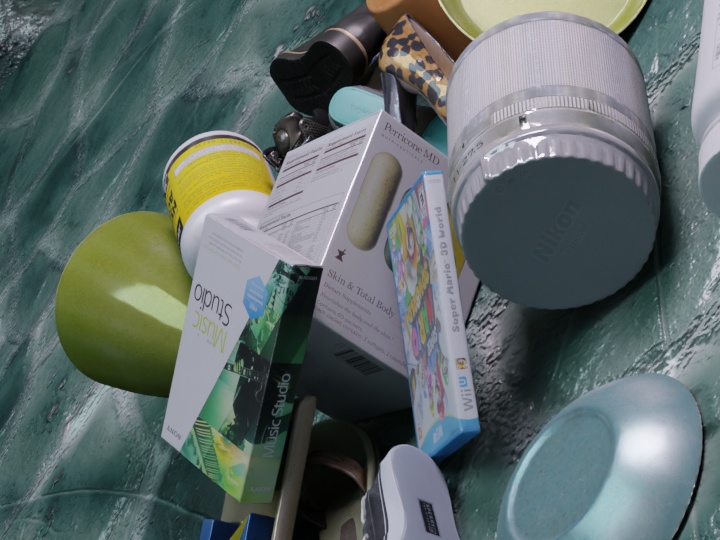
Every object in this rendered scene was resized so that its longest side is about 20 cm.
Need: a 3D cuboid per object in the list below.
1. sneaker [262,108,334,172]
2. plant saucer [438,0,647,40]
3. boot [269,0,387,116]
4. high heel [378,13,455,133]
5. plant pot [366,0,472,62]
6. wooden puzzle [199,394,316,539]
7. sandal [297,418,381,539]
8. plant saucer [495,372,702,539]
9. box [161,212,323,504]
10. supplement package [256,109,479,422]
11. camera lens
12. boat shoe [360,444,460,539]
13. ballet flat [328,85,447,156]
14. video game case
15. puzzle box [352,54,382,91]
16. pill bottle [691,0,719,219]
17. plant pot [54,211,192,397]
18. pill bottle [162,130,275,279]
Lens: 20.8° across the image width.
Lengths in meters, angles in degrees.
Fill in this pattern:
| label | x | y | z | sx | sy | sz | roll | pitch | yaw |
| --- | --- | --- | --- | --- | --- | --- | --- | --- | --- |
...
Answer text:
| label | x | y | z | sx | sy | sz | roll | pitch | yaw |
| --- | --- | --- | --- | --- | --- | --- | --- | --- | --- |
| sneaker | -0.046 | -0.070 | 1.818 | 0.076 | 0.114 | 0.200 | -34 | 34 | 45 |
| plant saucer | 0.160 | -0.267 | 1.714 | 0.201 | 0.199 | 0.031 | -64 | -15 | -17 |
| boot | -0.005 | -0.234 | 2.012 | 0.138 | 0.078 | 0.200 | -43 | 14 | -21 |
| high heel | 0.104 | -0.173 | 1.707 | 0.199 | 0.071 | 0.143 | -9 | 73 | 28 |
| plant pot | 0.099 | -0.260 | 1.832 | 0.200 | 0.140 | 0.201 | -44 | 26 | 28 |
| wooden puzzle | -0.097 | 0.199 | 1.650 | 0.200 | 0.046 | 0.186 | 157 | 124 | -70 |
| sandal | -0.023 | 0.180 | 1.611 | 0.080 | 0.057 | 0.201 | -50 | 24 | 15 |
| plant saucer | 0.149 | 0.149 | 1.339 | 0.201 | 0.039 | 0.202 | -43 | 27 | 28 |
| box | -0.099 | 0.069 | 1.585 | 0.144 | 0.036 | 0.201 | 29 | 112 | 53 |
| supplement package | 0.000 | 0.000 | 1.675 | 0.150 | 0.151 | 0.201 | -19 | 43 | 53 |
| camera lens | 0.145 | -0.089 | 1.497 | 0.160 | 0.160 | 0.201 | -42 | 27 | 30 |
| boat shoe | 0.030 | 0.216 | 1.443 | 0.068 | 0.073 | 0.200 | -53 | 29 | 28 |
| ballet flat | 0.060 | -0.114 | 1.786 | 0.199 | 0.073 | 0.073 | 25 | 80 | 30 |
| video game case | 0.054 | 0.040 | 1.511 | 0.143 | 0.018 | 0.201 | 126 | 137 | -71 |
| puzzle box | -0.019 | -0.155 | 2.009 | 0.133 | 0.025 | 0.200 | -44 | 12 | 26 |
| pill bottle | 0.285 | -0.129 | 1.336 | 0.113 | 0.113 | 0.201 | -33 | 33 | 43 |
| plant pot | -0.176 | 0.054 | 1.957 | 0.200 | 0.187 | 0.188 | 22 | 79 | 50 |
| pill bottle | -0.123 | -0.044 | 1.876 | 0.111 | 0.111 | 0.200 | -50 | 29 | 15 |
